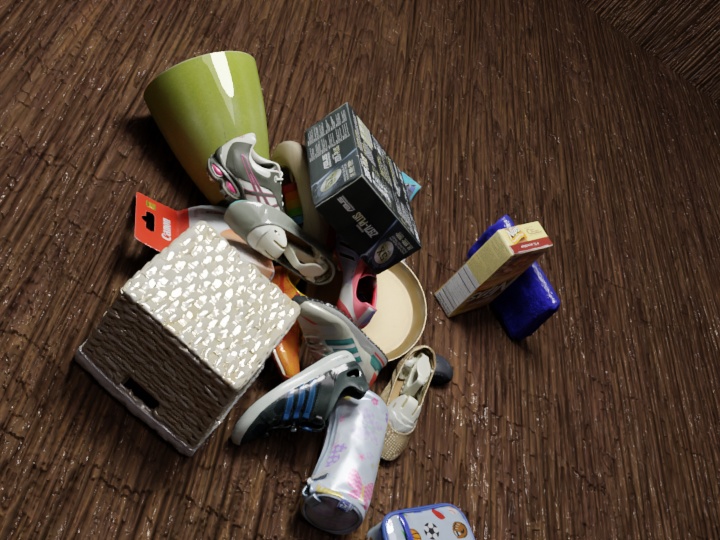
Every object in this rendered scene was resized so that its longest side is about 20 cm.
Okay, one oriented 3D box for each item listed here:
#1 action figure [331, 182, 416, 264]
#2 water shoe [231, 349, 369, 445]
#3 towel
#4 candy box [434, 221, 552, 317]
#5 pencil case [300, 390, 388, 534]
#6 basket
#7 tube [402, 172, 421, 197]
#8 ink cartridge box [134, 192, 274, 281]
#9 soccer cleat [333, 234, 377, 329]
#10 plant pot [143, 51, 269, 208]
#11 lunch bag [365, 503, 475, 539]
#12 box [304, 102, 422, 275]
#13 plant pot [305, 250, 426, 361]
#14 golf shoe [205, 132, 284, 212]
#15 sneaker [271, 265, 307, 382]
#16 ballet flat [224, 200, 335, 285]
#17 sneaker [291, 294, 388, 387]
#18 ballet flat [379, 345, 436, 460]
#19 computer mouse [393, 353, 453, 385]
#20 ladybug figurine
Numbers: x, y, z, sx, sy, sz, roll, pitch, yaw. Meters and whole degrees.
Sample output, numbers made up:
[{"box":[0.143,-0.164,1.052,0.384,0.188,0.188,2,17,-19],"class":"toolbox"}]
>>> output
[{"box":[0.008,-0.076,1.463,0.193,0.104,0.201,37,75,-18],"class":"action figure"},{"box":[-0.076,0.182,1.137,0.199,0.072,0.079,-33,75,-20],"class":"water shoe"},{"box":[0.276,0.018,1.593,0.049,0.148,0.201,-18,68,-28],"class":"towel"},{"box":[0.232,-0.001,1.514,0.115,0.200,0.056,-12,63,-41],"class":"candy box"},{"box":[-0.020,0.254,1.165,0.090,0.083,0.201,31,40,-9],"class":"pencil case"},{"box":[-0.210,0.080,1.095,0.198,0.161,0.200,41,37,-2],"class":"basket"},{"box":[0.066,-0.141,1.628,0.077,0.050,0.201,41,34,-10],"class":"tube"},{"box":[-0.226,-0.057,1.249,0.199,0.050,0.163,28,19,-25],"class":"ink cartridge box"},{"box":[0.000,0.000,1.310,0.066,0.076,0.202,27,47,-28],"class":"soccer cleat"},{"box":[-0.220,-0.207,1.350,0.186,0.186,0.202,-14,81,-47],"class":"plant pot"},{"box":[0.094,0.414,1.129,0.159,0.076,0.202,4,52,-36],"class":"lunch bag"},{"box":[0.001,-0.123,1.284,0.164,0.086,0.201,47,21,-37],"class":"box"},{"box":[0.007,0.056,1.360,0.197,0.028,0.202,7,62,-12],"class":"plant pot"},{"box":[-0.139,-0.106,1.266,0.200,0.088,0.077,51,8,-28],"class":"golf shoe"},{"box":[-0.104,0.071,1.247,0.076,0.073,0.202,-10,56,0],"class":"sneaker"},{"box":[-0.107,-0.036,1.227,0.199,0.067,0.064,30,27,-41],"class":"ballet flat"},{"box":[-0.041,0.117,1.222,0.200,0.070,0.094,45,68,-39],"class":"sneaker"},{"box":[0.067,0.189,1.292,0.070,0.065,0.201,30,49,-12],"class":"ballet flat"},{"box":[0.072,0.141,1.386,0.198,0.034,0.059,17,46,-29],"class":"computer mouse"},{"box":[-0.085,-0.105,1.356,0.071,0.135,0.203,-10,90,-35],"class":"ladybug figurine"}]
